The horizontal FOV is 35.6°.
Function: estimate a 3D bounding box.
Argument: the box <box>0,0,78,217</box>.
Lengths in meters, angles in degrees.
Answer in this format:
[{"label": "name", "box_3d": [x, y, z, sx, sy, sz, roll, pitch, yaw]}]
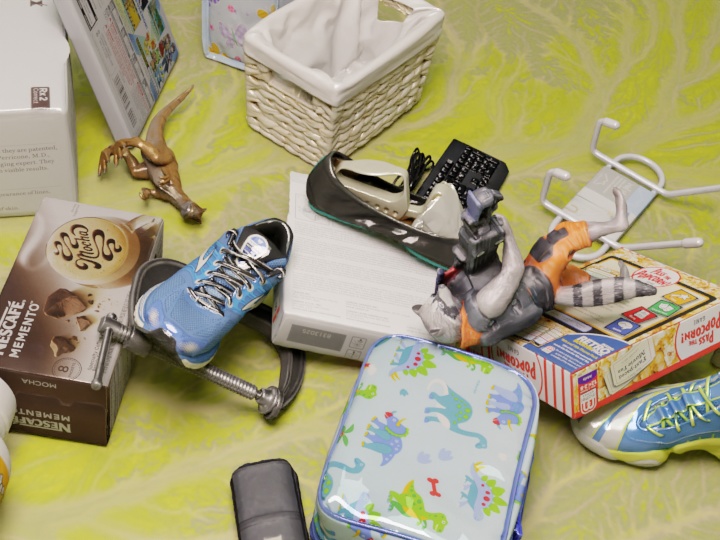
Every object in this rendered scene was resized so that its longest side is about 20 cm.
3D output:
[{"label": "box", "box_3d": [-0.383, -0.163, 1.104, 0.198, 0.131, 0.200, -4, 46, -13]}]

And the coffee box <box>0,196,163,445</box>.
[{"label": "coffee box", "box_3d": [-0.246, 0.039, 0.960, 0.112, 0.080, 0.201, 11, 45, -2]}]

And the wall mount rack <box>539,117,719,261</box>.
[{"label": "wall mount rack", "box_3d": [0.289, -0.076, 1.159, 0.173, 0.075, 0.200, 32, 50, 20]}]

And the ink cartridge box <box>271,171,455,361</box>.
[{"label": "ink cartridge box", "box_3d": [0.000, 0.000, 1.047, 0.161, 0.050, 0.201, 12, 39, -12]}]

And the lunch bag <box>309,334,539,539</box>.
[{"label": "lunch bag", "box_3d": [0.057, 0.155, 0.891, 0.159, 0.083, 0.201, 15, 45, 8]}]

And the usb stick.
[{"label": "usb stick", "box_3d": [-0.060, 0.229, 0.836, 0.055, 0.033, 0.201, -3, 47, -13]}]

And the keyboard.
[{"label": "keyboard", "box_3d": [0.080, -0.079, 1.156, 0.103, 0.040, 0.200, 22, 46, 12]}]

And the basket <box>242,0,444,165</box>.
[{"label": "basket", "box_3d": [-0.020, -0.219, 1.219, 0.135, 0.124, 0.200, 32, 50, 21]}]

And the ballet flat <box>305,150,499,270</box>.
[{"label": "ballet flat", "box_3d": [0.045, -0.055, 1.036, 0.198, 0.069, 0.068, 21, 39, -2]}]

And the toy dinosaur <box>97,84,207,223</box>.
[{"label": "toy dinosaur", "box_3d": [-0.210, -0.116, 1.149, 0.105, 0.061, 0.201, 10, 45, -34]}]

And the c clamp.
[{"label": "c clamp", "box_3d": [-0.129, 0.068, 0.938, 0.199, 0.027, 0.172, 24, 36, -26]}]

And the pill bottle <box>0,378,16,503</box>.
[{"label": "pill bottle", "box_3d": [-0.317, 0.166, 0.802, 0.112, 0.113, 0.201, 8, 44, 0]}]

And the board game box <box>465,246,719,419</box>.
[{"label": "board game box", "box_3d": [0.216, 0.049, 1.005, 0.199, 0.047, 0.151, -21, 27, -25]}]

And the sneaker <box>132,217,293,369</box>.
[{"label": "sneaker", "box_3d": [-0.113, 0.006, 0.917, 0.078, 0.089, 0.200, 40, 32, -1]}]

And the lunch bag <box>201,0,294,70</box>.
[{"label": "lunch bag", "box_3d": [-0.102, -0.354, 1.285, 0.126, 0.201, 0.170, 23, 47, 14]}]

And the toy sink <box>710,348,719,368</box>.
[{"label": "toy sink", "box_3d": [0.415, 0.022, 0.994, 0.130, 0.201, 0.112, 31, 48, 20]}]

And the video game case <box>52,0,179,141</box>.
[{"label": "video game case", "box_3d": [-0.254, -0.263, 1.177, 0.022, 0.201, 0.183, -3, 43, 16]}]

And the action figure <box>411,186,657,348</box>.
[{"label": "action figure", "box_3d": [0.135, 0.004, 0.918, 0.192, 0.200, 0.105, -23, 66, -1]}]

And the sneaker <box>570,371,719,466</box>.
[{"label": "sneaker", "box_3d": [0.283, 0.111, 0.952, 0.198, 0.106, 0.076, 2, 47, -7]}]
